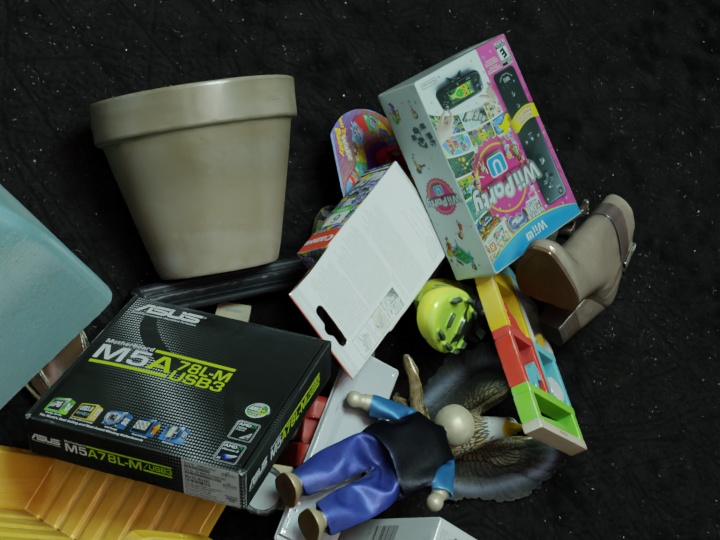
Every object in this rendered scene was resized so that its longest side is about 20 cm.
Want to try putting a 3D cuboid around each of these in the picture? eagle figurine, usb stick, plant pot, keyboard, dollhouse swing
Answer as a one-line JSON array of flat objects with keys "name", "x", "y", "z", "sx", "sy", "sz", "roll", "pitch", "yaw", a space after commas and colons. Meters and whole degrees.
[{"name": "eagle figurine", "x": 0.113, "y": 0.162, "z": 1.291, "sx": 0.200, "sy": 0.150, "sz": 0.153, "roll": -5, "pitch": 118, "yaw": -56}, {"name": "usb stick", "x": -0.135, "y": 0.016, "z": 1.249, "sx": 0.199, "sy": 0.055, "sz": 0.033, "roll": -12, "pitch": 88, "yaw": -28}, {"name": "plant pot", "x": -0.147, "y": -0.086, "z": 1.217, "sx": 0.199, "sy": 0.200, "sz": 0.175, "roll": -12, "pitch": 94, "yaw": -26}, {"name": "keyboard", "x": -0.019, "y": 0.167, "z": 1.168, "sx": 0.056, "sy": 0.011, "sz": 0.201, "roll": 31, "pitch": 62, "yaw": -18}, {"name": "dollhouse swing", "x": -0.214, "y": 0.164, "z": 1.056, "sx": 0.199, "sy": 0.182, "sz": 0.177, "roll": 22, "pitch": 86, "yaw": 29}, {"name": "plant pot", "x": -0.356, "y": -0.010, "z": 1.022, "sx": 0.196, "sy": 0.200, "sz": 0.196, "roll": 40, "pitch": 75, "yaw": 22}]

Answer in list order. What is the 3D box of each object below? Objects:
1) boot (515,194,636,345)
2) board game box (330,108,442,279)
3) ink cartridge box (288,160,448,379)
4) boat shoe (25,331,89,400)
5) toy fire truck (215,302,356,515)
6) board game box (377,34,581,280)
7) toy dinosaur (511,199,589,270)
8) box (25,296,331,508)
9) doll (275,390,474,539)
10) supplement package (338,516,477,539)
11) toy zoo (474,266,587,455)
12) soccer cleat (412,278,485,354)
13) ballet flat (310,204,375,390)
[{"name": "boot", "x": 0.227, "y": -0.019, "z": 1.291, "sx": 0.070, "sy": 0.200, "sz": 0.146, "roll": 28, "pitch": 69, "yaw": 25}, {"name": "board game box", "x": 0.042, "y": -0.082, "z": 1.327, "sx": 0.158, "sy": 0.039, "sz": 0.201, "roll": 7, "pitch": 67, "yaw": -52}, {"name": "ink cartridge box", "x": 0.000, "y": 0.000, "z": 1.207, "sx": 0.109, "sy": 0.050, "sz": 0.200, "roll": 54, "pitch": 51, "yaw": -21}, {"name": "boat shoe", "x": -0.297, "y": 0.036, "z": 1.162, "sx": 0.074, "sy": 0.075, "sz": 0.203, "roll": -25, "pitch": 85, "yaw": -28}, {"name": "toy fire truck", "x": -0.094, "y": 0.130, "z": 1.210, "sx": 0.175, "sy": 0.129, "sz": 0.201, "roll": 12, "pitch": 79, "yaw": -20}, {"name": "board game box", "x": 0.120, "y": -0.113, "z": 1.262, "sx": 0.147, "sy": 0.064, "sz": 0.201, "roll": -33, "pitch": 104, "yaw": -37}, {"name": "toy dinosaur", "x": 0.197, "y": -0.039, "z": 1.415, "sx": 0.102, "sy": 0.077, "sz": 0.201, "roll": 12, "pitch": 74, "yaw": -7}, {"name": "box", "x": -0.148, "y": 0.105, "z": 1.077, "sx": 0.199, "sy": 0.048, "sz": 0.193, "roll": 12, "pitch": 35, "yaw": 16}, {"name": "doll", "x": 0.023, "y": 0.168, "z": 1.147, "sx": 0.199, "sy": 0.049, "sz": 0.137, "roll": -21, "pitch": 62, "yaw": -29}, {"name": "supplement package", "x": 0.075, "y": 0.338, "z": 1.164, "sx": 0.200, "sy": 0.151, "sz": 0.151, "roll": 35, "pitch": 62, "yaw": -25}, {"name": "toy zoo", "x": 0.167, "y": 0.081, "z": 1.280, "sx": 0.131, "sy": 0.020, "sz": 0.201, "roll": 30, "pitch": 39, "yaw": -57}, {"name": "soccer cleat", "x": 0.078, "y": 0.040, "z": 1.274, "sx": 0.083, "sy": 0.200, "sz": 0.065, "roll": 25, "pitch": 96, "yaw": 16}, {"name": "ballet flat", "x": -0.012, "y": 0.021, "z": 1.295, "sx": 0.072, "sy": 0.072, "sz": 0.202, "roll": 5, "pitch": 72, "yaw": -22}]
